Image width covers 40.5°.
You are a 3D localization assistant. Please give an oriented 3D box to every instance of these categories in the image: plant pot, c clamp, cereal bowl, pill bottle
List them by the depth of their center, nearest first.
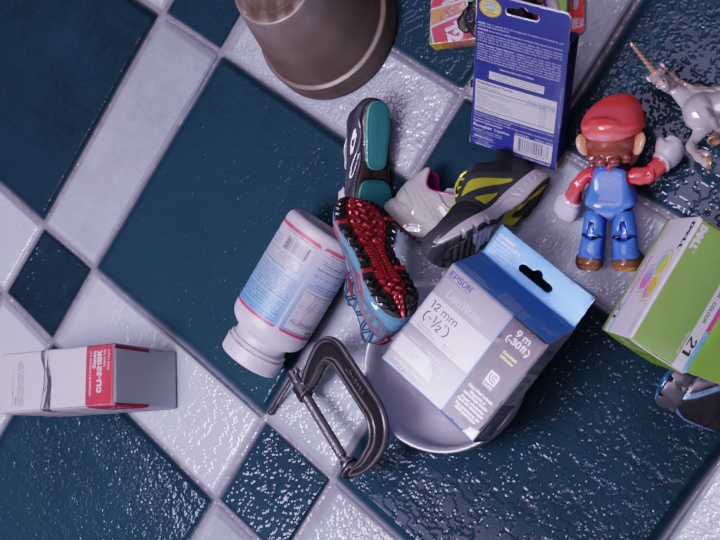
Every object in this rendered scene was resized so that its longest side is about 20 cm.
[{"bbox_3d":[0.109,0.116,1.165,0.197,0.083,0.204,-4,81,24],"label":"cereal bowl"},{"bbox_3d":[-0.034,0.177,1.210,0.200,0.027,0.173,48,125,39],"label":"c clamp"},{"bbox_3d":[-0.094,0.031,1.257,0.108,0.108,0.202,35,98,25],"label":"pill bottle"},{"bbox_3d":[-0.072,-0.345,1.266,0.197,0.173,0.204,-4,80,23],"label":"plant pot"}]

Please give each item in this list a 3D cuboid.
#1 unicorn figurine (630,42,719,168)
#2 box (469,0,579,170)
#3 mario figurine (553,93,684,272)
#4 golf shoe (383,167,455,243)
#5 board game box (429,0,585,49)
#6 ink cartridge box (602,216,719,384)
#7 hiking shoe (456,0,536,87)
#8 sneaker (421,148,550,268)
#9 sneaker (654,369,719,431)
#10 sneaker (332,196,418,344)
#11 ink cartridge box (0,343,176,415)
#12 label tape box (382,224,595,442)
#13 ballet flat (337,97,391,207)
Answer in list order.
[{"bbox_3d":[0.398,-0.180,1.074,0.196,0.075,0.139,2,45,5],"label":"unicorn figurine"},{"bbox_3d":[0.188,-0.223,1.135,0.120,0.202,0.032,23,47,26],"label":"box"},{"bbox_3d":[0.298,-0.101,1.127,0.121,0.106,0.204,2,94,-11],"label":"mario figurine"},{"bbox_3d":[0.119,-0.049,1.191,0.199,0.075,0.092,40,96,23],"label":"golf shoe"},{"bbox_3d":[0.183,-0.337,1.228,0.197,0.030,0.097,0,83,23],"label":"board game box"},{"bbox_3d":[0.340,0.025,0.994,0.075,0.200,0.149,31,90,-1],"label":"ink cartridge box"},{"bbox_3d":[0.161,-0.324,1.174,0.099,0.076,0.204,-1,96,21],"label":"hiking shoe"},{"bbox_3d":[0.134,-0.074,1.145,0.085,0.199,0.075,42,145,23],"label":"sneaker"},{"bbox_3d":[0.402,0.079,1.049,0.081,0.073,0.202,34,105,12],"label":"sneaker"},{"bbox_3d":[0.000,0.000,1.159,0.096,0.078,0.202,119,146,-41],"label":"sneaker"},{"bbox_3d":[-0.376,0.155,1.351,0.197,0.144,0.085,-8,78,23],"label":"ink cartridge box"},{"bbox_3d":[0.140,0.065,1.077,0.143,0.066,0.201,41,101,24],"label":"label tape box"},{"bbox_3d":[0.004,-0.120,1.263,0.072,0.073,0.204,1,89,25],"label":"ballet flat"}]
